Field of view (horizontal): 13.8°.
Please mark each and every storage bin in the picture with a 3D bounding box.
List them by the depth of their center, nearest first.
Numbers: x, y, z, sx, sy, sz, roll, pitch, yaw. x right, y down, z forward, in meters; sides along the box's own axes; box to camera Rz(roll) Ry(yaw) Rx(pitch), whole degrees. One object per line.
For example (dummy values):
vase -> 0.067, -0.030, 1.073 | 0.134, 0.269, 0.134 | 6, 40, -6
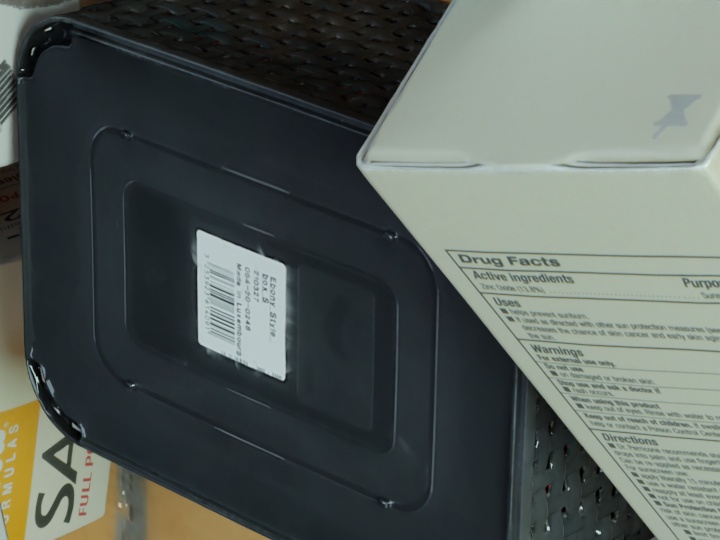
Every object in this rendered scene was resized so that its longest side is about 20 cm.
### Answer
storage bin -> 0.000, 0.000, 0.853 | 0.199, 0.094, 0.136 | 21, 121, 38

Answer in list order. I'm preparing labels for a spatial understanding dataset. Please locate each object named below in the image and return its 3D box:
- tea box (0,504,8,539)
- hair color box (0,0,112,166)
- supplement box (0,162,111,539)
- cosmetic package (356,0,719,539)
tea box -> -0.237, 0.033, 0.969 | 0.199, 0.133, 0.198 | -1, 104, 46
hair color box -> -0.131, -0.085, 0.872 | 0.065, 0.200, 0.110 | 23, 122, 36
supplement box -> -0.173, 0.000, 1.044 | 0.200, 0.073, 0.127 | 33, 127, 33
cosmetic package -> 0.100, 0.014, 0.697 | 0.105, 0.071, 0.200 | 4, 143, 43
